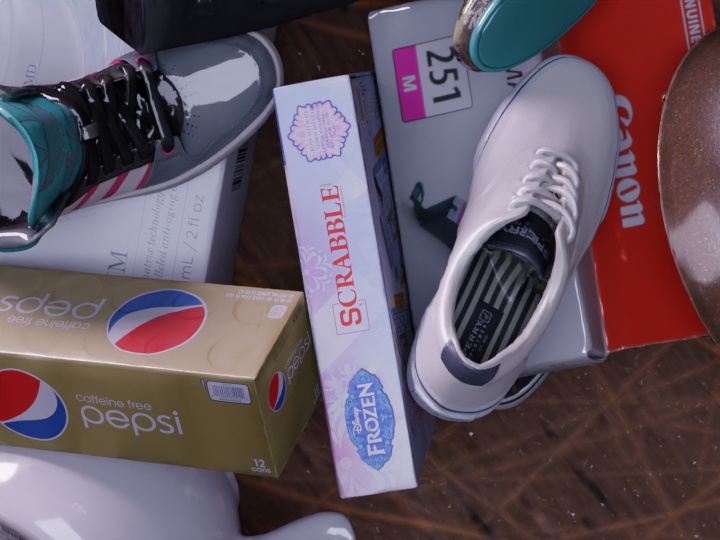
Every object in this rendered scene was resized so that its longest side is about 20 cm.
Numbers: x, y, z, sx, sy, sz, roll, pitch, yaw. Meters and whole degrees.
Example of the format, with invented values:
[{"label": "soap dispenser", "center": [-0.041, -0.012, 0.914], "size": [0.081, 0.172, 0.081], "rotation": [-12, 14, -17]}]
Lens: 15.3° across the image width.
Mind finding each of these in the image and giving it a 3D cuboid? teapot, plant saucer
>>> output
[{"label": "teapot", "center": [-0.138, 0.117, 1.414], "size": [0.200, 0.197, 0.146], "rotation": [50, 59, -23]}, {"label": "plant saucer", "center": [0.228, -0.033, 1.355], "size": [0.037, 0.200, 0.201], "rotation": [-16, 95, 43]}]

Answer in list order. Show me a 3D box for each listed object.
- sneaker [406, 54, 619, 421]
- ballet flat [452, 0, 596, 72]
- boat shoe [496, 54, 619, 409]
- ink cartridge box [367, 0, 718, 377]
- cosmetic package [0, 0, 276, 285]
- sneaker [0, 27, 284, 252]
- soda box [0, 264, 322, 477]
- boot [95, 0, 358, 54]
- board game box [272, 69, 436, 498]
[{"label": "sneaker", "center": [0.084, -0.021, 1.291], "size": [0.073, 0.071, 0.201], "rotation": [24, 68, -9]}, {"label": "ballet flat", "center": [0.110, -0.174, 1.344], "size": [0.200, 0.072, 0.072], "rotation": [-39, 91, -13]}, {"label": "boat shoe", "center": [0.092, -0.021, 1.423], "size": [0.070, 0.064, 0.201], "rotation": [16, 96, 3]}, {"label": "ink cartridge box", "center": [0.103, -0.052, 1.366], "size": [0.173, 0.044, 0.201], "rotation": [-12, 81, 21]}, {"label": "cosmetic package", "center": [-0.158, -0.082, 1.408], "size": [0.199, 0.123, 0.200], "rotation": [10, 96, 5]}, {"label": "sneaker", "center": [-0.135, -0.066, 1.285], "size": [0.199, 0.121, 0.084], "rotation": [-23, 93, 5]}, {"label": "soda box", "center": [-0.124, 0.046, 1.307], "size": [0.199, 0.068, 0.064], "rotation": [6, 130, 21]}, {"label": "boot", "center": [-0.034, -0.201, 1.301], "size": [0.199, 0.066, 0.166], "rotation": [-11, 108, -25]}, {"label": "board game box", "center": [0.000, 0.000, 1.364], "size": [0.041, 0.200, 0.200], "rotation": [-9, 94, 5]}]
